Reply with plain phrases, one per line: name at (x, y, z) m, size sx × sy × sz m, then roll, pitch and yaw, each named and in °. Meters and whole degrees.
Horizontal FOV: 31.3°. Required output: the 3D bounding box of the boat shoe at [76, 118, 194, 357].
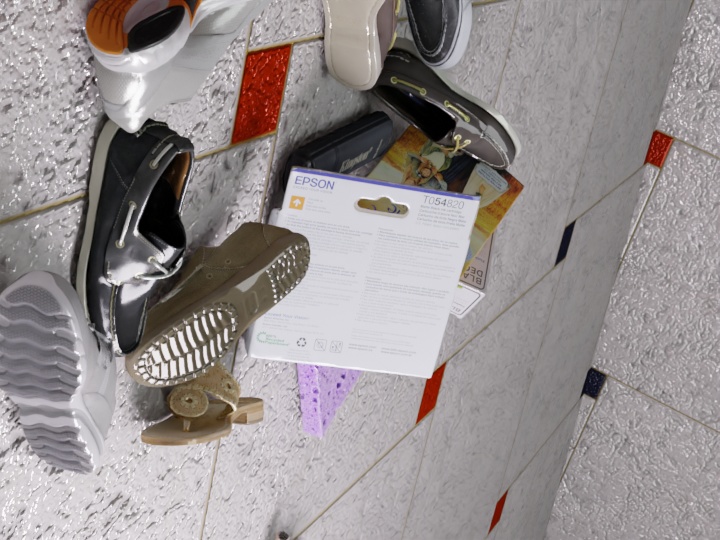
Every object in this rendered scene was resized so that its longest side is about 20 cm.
boat shoe at (-0.165, -0.016, 0.954) m, size 0.072 × 0.067 × 0.201 m, roll -40°, pitch 148°, yaw -57°

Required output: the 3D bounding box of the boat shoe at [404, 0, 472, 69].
boat shoe at (0.063, -0.295, 1.251) m, size 0.068 × 0.073 × 0.201 m, roll -23°, pitch 119°, yaw -51°

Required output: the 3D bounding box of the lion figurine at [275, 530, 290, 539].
lion figurine at (-0.118, 0.384, 1.488) m, size 0.199 × 0.072 × 0.123 m, roll -23°, pitch 142°, yaw -45°

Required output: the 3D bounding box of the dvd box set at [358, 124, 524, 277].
dvd box set at (0.074, -0.071, 1.369) m, size 0.200 × 0.146 × 0.029 m, roll -51°, pitch -179°, yaw -38°

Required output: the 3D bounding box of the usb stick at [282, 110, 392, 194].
usb stick at (-0.020, -0.117, 1.288) m, size 0.200 × 0.032 × 0.056 m, roll -36°, pitch 146°, yaw -59°

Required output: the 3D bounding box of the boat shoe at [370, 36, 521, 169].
boat shoe at (0.088, -0.161, 1.355) m, size 0.201 × 0.071 × 0.061 m, roll 36°, pitch 63°, yaw -26°

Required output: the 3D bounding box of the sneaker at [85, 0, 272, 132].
sneaker at (-0.123, -0.173, 0.923) m, size 0.200 × 0.075 × 0.092 m, roll -42°, pitch 155°, yaw -39°

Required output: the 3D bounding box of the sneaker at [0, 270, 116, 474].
sneaker at (-0.215, 0.060, 0.915) m, size 0.201 × 0.074 × 0.082 m, roll 96°, pitch 9°, yaw -51°

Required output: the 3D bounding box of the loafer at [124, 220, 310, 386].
loafer at (-0.129, 0.025, 1.096) m, size 0.200 × 0.067 × 0.076 m, roll -36°, pitch 141°, yaw -33°

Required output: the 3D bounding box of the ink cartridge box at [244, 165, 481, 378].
ink cartridge box at (0.000, 0.000, 1.248) m, size 0.041 × 0.198 × 0.202 m, roll -119°, pitch -139°, yaw -62°

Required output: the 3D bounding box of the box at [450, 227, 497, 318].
box at (0.093, -0.061, 1.430) m, size 0.060 × 0.116 × 0.201 m, roll -48°, pitch -158°, yaw 53°

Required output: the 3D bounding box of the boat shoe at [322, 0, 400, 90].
boat shoe at (0.004, -0.256, 1.166) m, size 0.201 × 0.071 × 0.060 m, roll 91°, pitch 21°, yaw -51°

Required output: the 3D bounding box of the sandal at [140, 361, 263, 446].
sandal at (-0.141, 0.110, 1.162) m, size 0.212 × 0.077 × 0.070 m, roll 0°, pitch 90°, yaw -75°

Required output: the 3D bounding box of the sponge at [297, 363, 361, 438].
sponge at (-0.034, 0.082, 1.446) m, size 0.201 × 0.030 × 0.112 m, roll 89°, pitch 26°, yaw -44°
